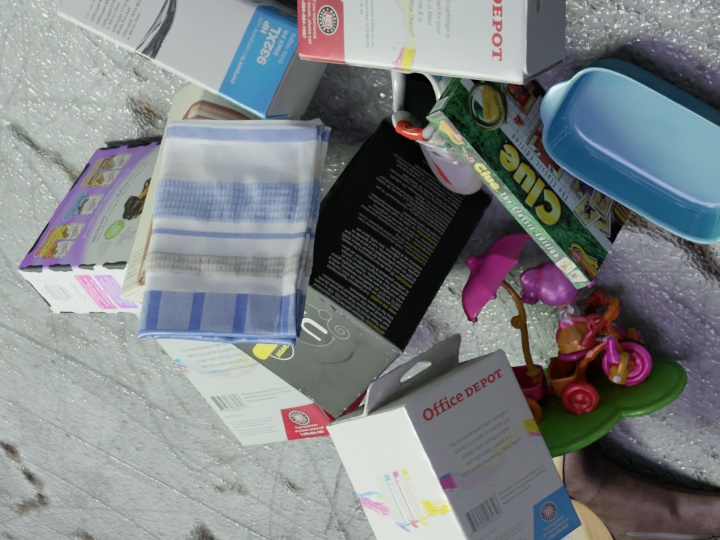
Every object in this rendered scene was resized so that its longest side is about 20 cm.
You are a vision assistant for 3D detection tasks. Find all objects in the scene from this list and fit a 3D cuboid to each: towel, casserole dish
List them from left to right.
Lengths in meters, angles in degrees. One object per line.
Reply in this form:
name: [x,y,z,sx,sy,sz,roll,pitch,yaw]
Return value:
towel: [-0.107,-0.036,1.617,0.146,0.201,0.024,2,160,13]
casserole dish: [0.241,-0.101,1.559,0.200,0.039,0.121,30,138,3]

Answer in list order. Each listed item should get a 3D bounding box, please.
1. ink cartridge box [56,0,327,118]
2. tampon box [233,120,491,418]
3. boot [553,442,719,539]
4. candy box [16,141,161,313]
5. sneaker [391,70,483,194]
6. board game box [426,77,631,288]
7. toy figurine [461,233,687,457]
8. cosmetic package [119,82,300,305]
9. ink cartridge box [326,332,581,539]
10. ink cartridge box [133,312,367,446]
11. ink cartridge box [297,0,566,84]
ink cartridge box: [-0.133,-0.208,1.625,0.200,0.145,0.084,27,101,8]
tampon box: [0.000,0.000,1.727,0.126,0.200,0.150,35,143,-3]
boot: [0.280,0.214,1.898,0.166,0.072,0.200,0,133,20]
candy box: [-0.206,-0.043,1.850,0.200,0.168,0.072,-1,138,40]
sneaker: [0.058,-0.127,1.628,0.070,0.094,0.200,13,139,25]
board game box: [0.144,-0.091,1.596,0.200,0.105,0.023,47,145,-19]
toy figurine: [0.173,0.049,1.738,0.199,0.150,0.185,-14,116,19]
cosmetic package: [-0.132,-0.059,1.712,0.103,0.201,0.087,19,163,-23]
ink cartridge box: [0.077,0.169,1.702,0.125,0.128,0.201,-21,94,52]
ink cartridge box: [-0.093,0.049,1.899,0.145,0.145,0.200,-10,127,44]
ink cartridge box: [0.055,-0.229,1.478,0.199,0.083,0.146,10,111,28]
